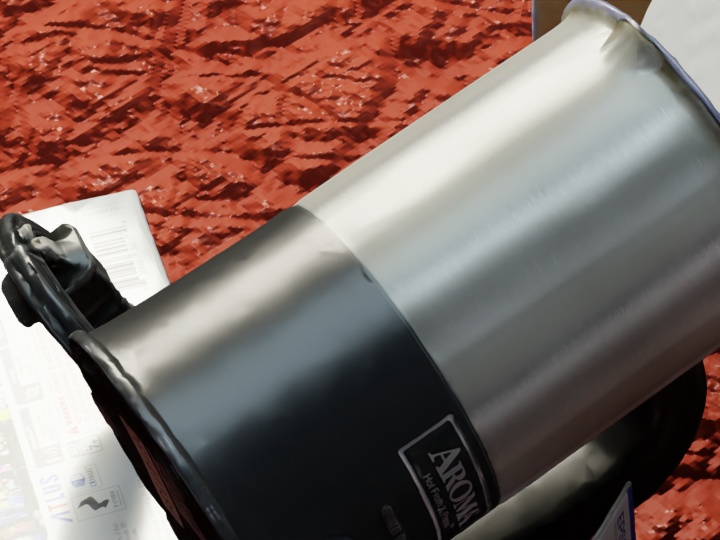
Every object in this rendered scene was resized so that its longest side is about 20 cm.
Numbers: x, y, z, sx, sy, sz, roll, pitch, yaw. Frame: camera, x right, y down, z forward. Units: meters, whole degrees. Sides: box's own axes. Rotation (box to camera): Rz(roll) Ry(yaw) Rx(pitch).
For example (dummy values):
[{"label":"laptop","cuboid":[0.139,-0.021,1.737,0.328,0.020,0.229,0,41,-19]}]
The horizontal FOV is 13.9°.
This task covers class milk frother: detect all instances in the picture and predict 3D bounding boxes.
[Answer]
[{"label":"milk frother","cuboid":[0.000,0.000,0.915,0.188,0.181,0.200,-34,67,-11]}]

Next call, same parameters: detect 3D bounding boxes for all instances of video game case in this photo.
[{"label":"video game case","cuboid":[-0.138,0.065,1.018,0.181,0.036,0.200,-15,44,-10]}]

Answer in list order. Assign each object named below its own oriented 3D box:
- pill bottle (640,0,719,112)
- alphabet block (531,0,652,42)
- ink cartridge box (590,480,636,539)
[{"label":"pill bottle","cuboid":[0.190,-0.038,0.961,0.200,0.110,0.110,25,34,-27]},{"label":"alphabet block","cuboid":[0.180,-0.157,1.098,0.199,0.197,0.196,8,46,16]},{"label":"ink cartridge box","cuboid":[0.025,0.155,0.856,0.037,0.095,0.200,19,49,26]}]
